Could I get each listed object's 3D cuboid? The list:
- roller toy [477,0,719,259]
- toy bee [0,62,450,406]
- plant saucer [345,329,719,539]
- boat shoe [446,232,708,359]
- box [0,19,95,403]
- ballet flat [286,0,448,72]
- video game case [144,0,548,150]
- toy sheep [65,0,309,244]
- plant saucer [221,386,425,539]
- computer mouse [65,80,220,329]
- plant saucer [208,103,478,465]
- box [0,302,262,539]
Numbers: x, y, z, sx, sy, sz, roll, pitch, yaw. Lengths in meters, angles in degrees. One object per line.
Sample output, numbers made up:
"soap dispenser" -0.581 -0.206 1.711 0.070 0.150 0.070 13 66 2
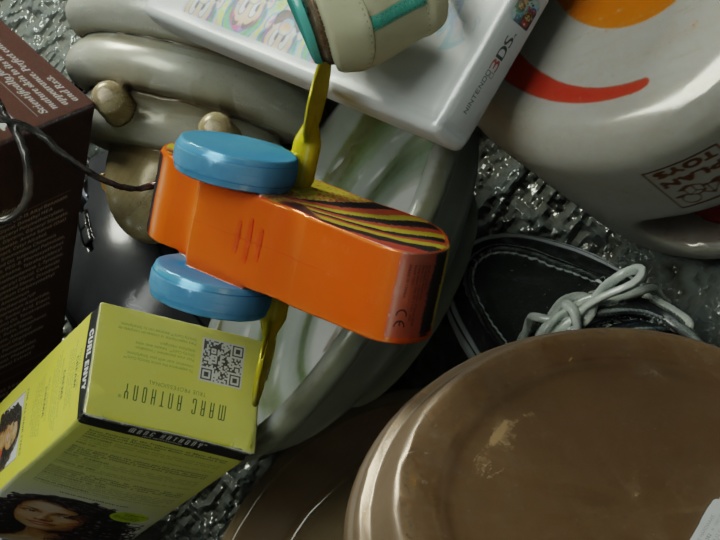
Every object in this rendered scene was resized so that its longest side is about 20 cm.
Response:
"roller toy" 0.130 -0.107 1.107 0.200 0.140 0.183 32 90 40
"toy bee" -0.041 -0.029 1.080 0.200 0.109 0.131 40 113 19
"plant saucer" 0.094 0.091 0.969 0.199 0.030 0.201 3 46 -3
"boat shoe" 0.097 0.036 1.104 0.074 0.068 0.199 -41 51 -5
"box" -0.184 -0.015 1.254 0.100 0.075 0.201 41 140 27
"ballet flat" -0.019 -0.141 1.086 0.069 0.069 0.200 -44 40 11
"video game case" 0.018 -0.154 1.117 0.200 0.024 0.183 26 84 48
"toy sheep" -0.069 -0.109 1.256 0.137 0.138 0.201 13 83 39
"plant saucer" 0.018 0.146 1.146 0.199 0.029 0.201 -15 62 30
"computer mouse" -0.141 -0.005 1.317 0.140 0.046 0.201 -35 53 18
"plant saucer" 0.000 0.000 1.181 0.200 0.050 0.201 -50 20 27
"box" -0.108 0.072 1.178 0.200 0.075 0.050 139 141 -61
